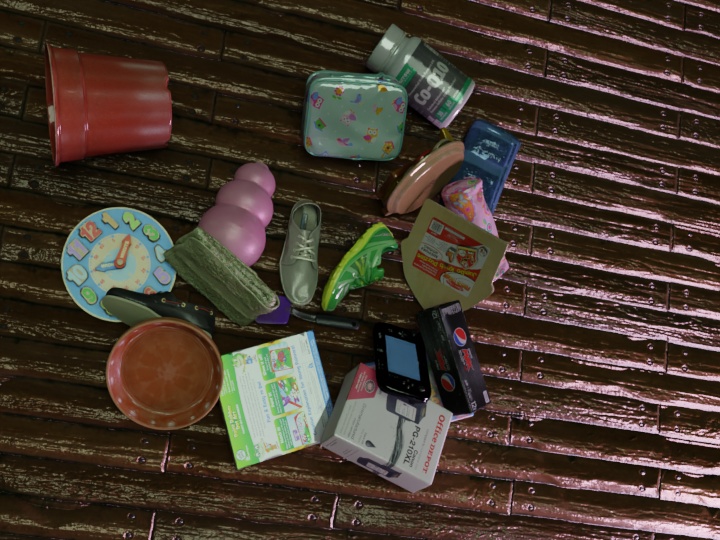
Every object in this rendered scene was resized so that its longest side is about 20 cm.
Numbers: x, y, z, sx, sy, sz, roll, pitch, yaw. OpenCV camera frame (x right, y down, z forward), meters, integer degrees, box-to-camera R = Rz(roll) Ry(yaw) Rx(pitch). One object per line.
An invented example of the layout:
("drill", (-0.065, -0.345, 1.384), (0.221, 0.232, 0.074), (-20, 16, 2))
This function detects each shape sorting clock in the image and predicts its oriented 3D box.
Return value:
("shape sorting clock", (-0.422, -0.011, 1.475), (0.197, 0.039, 0.204), (2, 81, -14))

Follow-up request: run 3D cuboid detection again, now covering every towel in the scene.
("towel", (0.237, -0.194, 1.667), (0.110, 0.049, 0.202), (26, 77, -8))
("towel", (-0.243, 0.015, 1.457), (0.200, 0.148, 0.037), (43, 54, -15))

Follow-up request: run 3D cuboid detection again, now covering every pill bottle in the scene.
("pill bottle", (0.114, -0.377, 1.629), (0.199, 0.113, 0.114), (35, 75, -7))

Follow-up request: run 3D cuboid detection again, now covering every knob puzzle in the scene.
("knob puzzle", (0.165, -0.010, 1.581), (0.221, 0.219, 0.030), (55, 30, -1))

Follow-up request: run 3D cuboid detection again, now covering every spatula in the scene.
("spatula", (-0.096, 0.085, 1.553), (0.197, 0.021, 0.057), (12, 63, -15))

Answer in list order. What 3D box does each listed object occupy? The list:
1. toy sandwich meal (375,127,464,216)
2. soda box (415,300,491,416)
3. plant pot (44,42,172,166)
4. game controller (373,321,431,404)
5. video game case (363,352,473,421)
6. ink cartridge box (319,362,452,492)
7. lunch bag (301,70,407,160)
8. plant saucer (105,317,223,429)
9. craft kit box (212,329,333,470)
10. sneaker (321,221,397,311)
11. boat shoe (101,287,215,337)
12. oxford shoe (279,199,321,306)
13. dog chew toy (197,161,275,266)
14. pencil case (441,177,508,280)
("toy sandwich meal", (0.108, -0.182, 1.558), (0.204, 0.206, 0.071), (-35, 74, -17))
("soda box", (0.171, 0.163, 1.556), (0.063, 0.070, 0.203), (-16, 89, -41))
("plant pot", (-0.432, -0.283, 1.444), (0.192, 0.200, 0.204), (-5, 83, -23))
("game controller", (0.072, 0.162, 1.511), (0.103, 0.201, 0.042), (26, 116, -16))
("video game case", (0.107, 0.227, 1.587), (0.197, 0.018, 0.146), (-12, 86, -16))
("ink cartridge box", (0.048, 0.281, 1.492), (0.198, 0.084, 0.146), (29, 59, -10))
("lunch bag", (-0.009, -0.292, 1.572), (0.196, 0.077, 0.163), (2, 111, -12))
("plant saucer", (-0.333, 0.175, 1.440), (0.197, 0.032, 0.204), (-2, 108, -6))
("craft kit box", (-0.154, 0.230, 1.507), (0.195, 0.048, 0.203), (-13, 85, -18))
("sneaker", (0.000, 0.000, 1.564), (0.083, 0.074, 0.201), (39, 74, -2))
("boat shoe", (-0.347, 0.071, 1.457), (0.199, 0.074, 0.064), (21, 55, -21))
("oxford shoe", (-0.107, -0.037, 1.547), (0.074, 0.058, 0.204), (9, 78, -16))
("dog chew toy", (-0.213, -0.104, 1.505), (0.123, 0.125, 0.203), (24, 68, -10))
("pencil case", (0.219, -0.074, 1.597), (0.087, 0.087, 0.202), (-27, 108, -17))
